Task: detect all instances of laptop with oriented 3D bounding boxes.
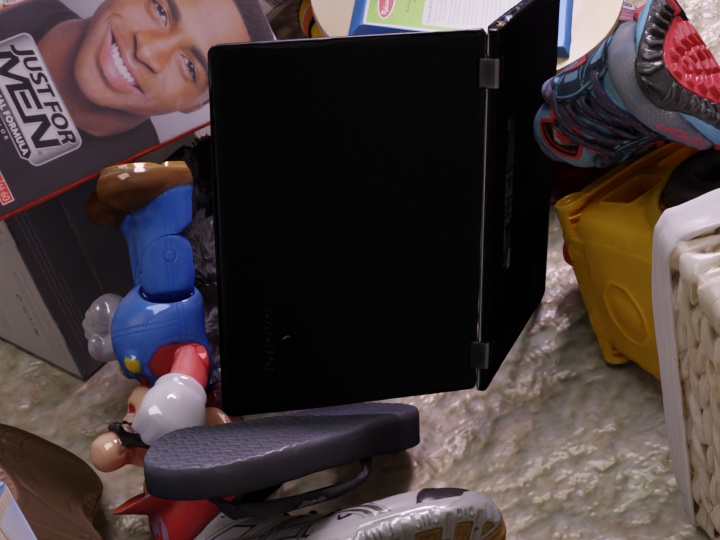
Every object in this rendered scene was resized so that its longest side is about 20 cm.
[{"bbox_3d":[0.021,-0.042,0.744,0.116,0.187,0.200,9,24,19],"label":"laptop"}]

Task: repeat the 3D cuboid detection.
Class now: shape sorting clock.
[{"bbox_3d":[0.067,-0.179,0.931,0.200,0.039,0.200,1,50,-2],"label":"shape sorting clock"}]

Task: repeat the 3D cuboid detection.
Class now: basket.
[{"bbox_3d":[0.210,0.061,0.604,0.136,0.200,0.123,-19,45,-2],"label":"basket"}]

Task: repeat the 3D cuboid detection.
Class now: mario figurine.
[{"bbox_3d":[-0.115,0.048,0.753,0.106,0.123,0.200,-15,81,18],"label":"mario figurine"}]

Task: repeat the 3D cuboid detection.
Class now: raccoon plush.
[{"bbox_3d":[-0.079,0.006,0.891,0.097,0.134,0.200,18,81,17],"label":"raccoon plush"}]

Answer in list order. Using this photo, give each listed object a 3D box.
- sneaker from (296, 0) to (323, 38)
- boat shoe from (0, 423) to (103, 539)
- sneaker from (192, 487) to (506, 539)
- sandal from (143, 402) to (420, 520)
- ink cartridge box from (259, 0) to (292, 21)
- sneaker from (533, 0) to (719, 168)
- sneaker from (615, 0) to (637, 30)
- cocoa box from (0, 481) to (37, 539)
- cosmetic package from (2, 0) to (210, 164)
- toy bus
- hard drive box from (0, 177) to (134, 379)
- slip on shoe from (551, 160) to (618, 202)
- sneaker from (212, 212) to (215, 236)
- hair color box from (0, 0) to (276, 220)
[{"bbox_3d":[0.059,-0.193,1.072,0.200,0.070,0.090,-21,53,-5],"label":"sneaker"},{"bbox_3d":[-0.171,0.138,0.743,0.065,0.072,0.200,-62,25,7],"label":"boat shoe"},{"bbox_3d":[-0.033,0.137,0.694,0.200,0.076,0.088,-20,35,-7],"label":"sneaker"},{"bbox_3d":[-0.026,0.093,0.699,0.076,0.043,0.200,0,1,30],"label":"sandal"},{"bbox_3d":[-0.053,-0.256,1.085,0.147,0.083,0.200,-50,10,-35],"label":"ink cartridge box"},{"bbox_3d":[0.133,-0.078,0.722,0.096,0.079,0.200,-33,-1,14],"label":"sneaker"},{"bbox_3d":[0.105,-0.131,0.961,0.200,0.081,0.075,-34,52,-17],"label":"sneaker"},{"bbox_3d":[-0.184,0.193,0.581,0.133,0.200,0.131,-1,41,19],"label":"cocoa box"},{"bbox_3d":[-0.149,-0.119,0.943,0.087,0.200,0.103,-13,37,6],"label":"cosmetic package"},{"bbox_3d":[0.202,-0.025,0.776,0.200,0.136,0.192,-31,24,-19],"label":"toy bus"},{"bbox_3d":[-0.236,-0.039,0.915,0.200,0.156,0.077,21,52,37],"label":"hard drive box"},{"bbox_3d":[0.092,-0.067,0.900,0.200,0.074,0.061,-11,53,8],"label":"slip on shoe"},{"bbox_3d":[0.000,0.000,0.803,0.075,0.116,0.200,4,15,36],"label":"sneaker"},{"bbox_3d":[-0.146,-0.105,0.793,0.200,0.102,0.061,-30,9,-28],"label":"hair color box"}]
